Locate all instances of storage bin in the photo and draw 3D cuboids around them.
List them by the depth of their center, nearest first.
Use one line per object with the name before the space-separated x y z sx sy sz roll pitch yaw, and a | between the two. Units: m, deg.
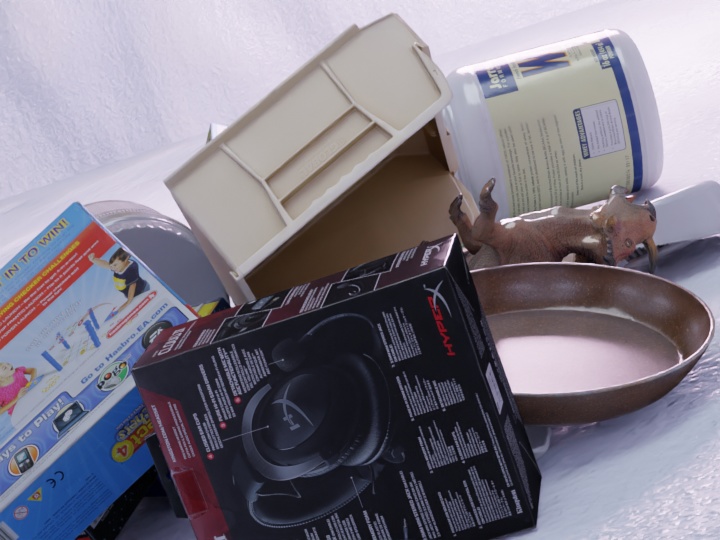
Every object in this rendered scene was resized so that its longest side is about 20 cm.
storage bin | -0.015 -0.048 1.303 0.198 0.094 0.200 -39 -24 -8

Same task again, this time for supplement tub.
supplement tub | 0.152 -0.120 1.651 0.198 0.146 0.145 -14 11 -2

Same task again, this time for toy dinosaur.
toy dinosaur | 0.103 0.018 1.270 0.201 0.135 0.086 -52 8 17

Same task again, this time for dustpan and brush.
dustpan and brush | 0.253 -0.035 1.379 0.199 0.058 0.139 -23 -3 19

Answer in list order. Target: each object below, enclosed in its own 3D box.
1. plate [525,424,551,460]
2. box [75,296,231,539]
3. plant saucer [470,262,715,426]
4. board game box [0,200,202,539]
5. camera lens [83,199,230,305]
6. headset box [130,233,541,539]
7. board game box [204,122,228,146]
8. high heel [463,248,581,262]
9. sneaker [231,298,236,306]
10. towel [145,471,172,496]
plate | 0.022 0.078 1.152 0.198 0.033 0.200 -1 22 9
box | -0.172 0.109 1.273 0.136 0.038 0.201 -16 32 45
plant saucer | 0.112 0.045 1.128 0.198 0.035 0.201 -4 20 1
board game box | -0.199 0.075 1.190 0.200 0.056 0.196 -43 39 -7
camera lens | -0.198 0.026 1.589 0.159 0.161 0.200 -23 11 -12
headset box | -0.019 0.086 1.014 0.198 0.150 0.077 -18 11 13
board game box | -0.036 -0.073 1.612 0.198 0.035 0.135 13 15 -8
high heel | 0.115 -0.003 1.396 0.199 0.072 0.142 -20 11 36
sneaker | -0.072 -0.010 1.477 0.077 0.083 0.200 -15 -9 -2
towel | -0.064 0.104 1.268 0.147 0.050 0.199 -31 15 -38
